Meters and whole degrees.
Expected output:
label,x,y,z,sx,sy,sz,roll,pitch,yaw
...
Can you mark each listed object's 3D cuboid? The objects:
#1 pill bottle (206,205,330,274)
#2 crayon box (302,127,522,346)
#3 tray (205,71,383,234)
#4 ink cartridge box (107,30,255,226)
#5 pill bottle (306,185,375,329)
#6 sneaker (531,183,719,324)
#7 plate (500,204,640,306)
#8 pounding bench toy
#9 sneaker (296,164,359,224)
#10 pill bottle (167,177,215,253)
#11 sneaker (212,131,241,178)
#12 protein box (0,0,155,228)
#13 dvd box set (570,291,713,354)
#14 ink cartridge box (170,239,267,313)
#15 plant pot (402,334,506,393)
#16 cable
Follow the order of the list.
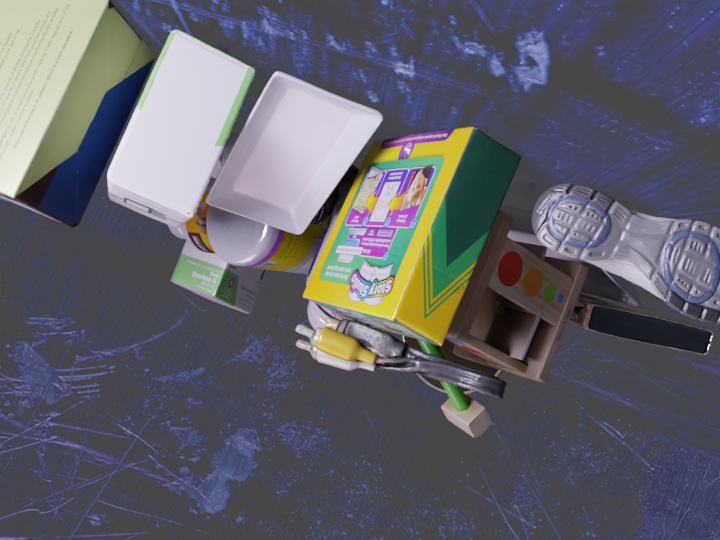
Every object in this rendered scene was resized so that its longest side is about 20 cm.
label,x,y,z,sx,sy,sz,roll,pitch,yaw
pill bottle,-0.086,-0.050,1.105,0.104,0.105,0.200,19,-174,33
crayon box,0.039,-0.034,0.819,0.058,0.173,0.200,26,173,-24
tray,-0.067,-0.109,0.857,0.107,0.022,0.200,19,142,-18
ink cartridge box,-0.180,-0.128,0.878,0.084,0.146,0.200,24,174,-14
pill bottle,0.000,0.000,1.042,0.111,0.112,0.200,23,142,-2
sneaker,0.245,-0.018,0.767,0.199,0.075,0.087,29,-173,14
plate,0.189,-0.027,0.979,0.199,0.032,0.199,18,171,38
pounding bench toy,0.100,0.051,0.892,0.156,0.201,0.124,27,172,-38
sneaker,-0.048,-0.093,1.015,0.076,0.091,0.200,21,176,11
pill bottle,-0.171,-0.075,1.248,0.199,0.110,0.109,6,165,34
sneaker,-0.193,-0.151,1.126,0.115,0.074,0.200,23,176,-23
protein box,-0.342,-0.178,0.866,0.199,0.199,0.135,22,173,9
dvd box set,0.279,0.048,1.026,0.146,0.030,0.200,12,-174,-14
ink cartridge box,-0.193,-0.050,1.396,0.084,0.201,0.145,18,173,18
plant pot,0.195,0.101,1.477,0.187,0.188,0.200,19,-173,30
cable,0.038,0.092,0.839,0.199,0.050,0.097,22,169,20
